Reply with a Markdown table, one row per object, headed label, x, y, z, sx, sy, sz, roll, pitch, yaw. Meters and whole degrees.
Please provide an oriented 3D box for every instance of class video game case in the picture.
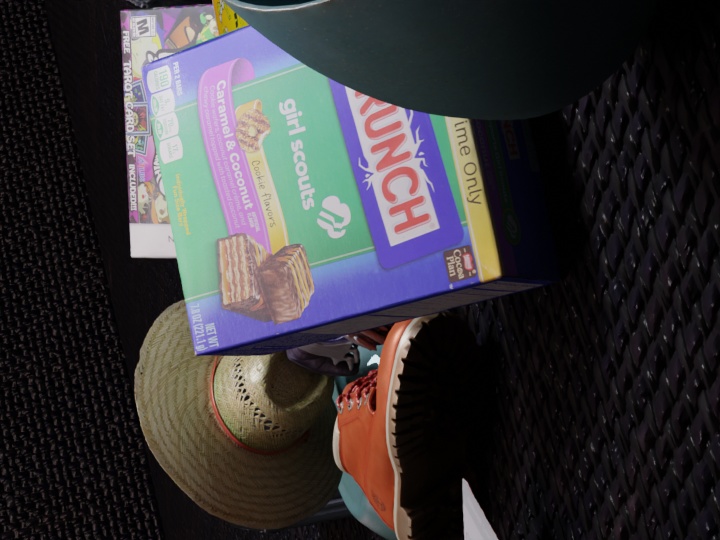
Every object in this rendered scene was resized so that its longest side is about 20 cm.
| label | x | y | z | sx | sy | sz | roll | pitch | yaw |
| --- | --- | --- | --- | --- | --- | --- | --- | --- | --- |
| video game case | -0.106 | -0.108 | 1.472 | 0.180 | 0.036 | 0.202 | 2 | 96 | 32 |

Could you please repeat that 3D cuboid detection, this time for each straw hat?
| label | x | y | z | sx | sy | sz | roll | pitch | yaw |
| --- | --- | --- | --- | --- | --- | --- | --- | --- | --- |
| straw hat | -0.062 | 0.084 | 1.365 | 0.085 | 0.200 | 0.202 | -40 | 54 | 37 |

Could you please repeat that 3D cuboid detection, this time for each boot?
| label | x | y | z | sx | sy | sz | roll | pitch | yaw |
| --- | --- | --- | --- | --- | --- | --- | --- | --- | --- |
| boot | 0.021 | 0.087 | 1.204 | 0.107 | 0.075 | 0.201 | 42 | 146 | 35 |

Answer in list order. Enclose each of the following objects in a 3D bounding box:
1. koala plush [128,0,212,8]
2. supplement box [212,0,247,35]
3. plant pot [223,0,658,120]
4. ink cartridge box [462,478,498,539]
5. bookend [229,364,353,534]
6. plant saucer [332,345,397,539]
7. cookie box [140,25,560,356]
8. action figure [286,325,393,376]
| label | x | y | z | sx | sy | sz | roll | pitch | yaw |
| --- | --- | --- | --- | --- | --- | --- | --- | --- | --- |
| koala plush | -0.124 | -0.294 | 1.451 | 0.200 | 0.182 | 0.179 | -11 | 90 | 65 |
| supplement box | -0.021 | -0.148 | 1.196 | 0.200 | 0.108 | 0.111 | 172 | 88 | -77 |
| plant pot | 0.051 | -0.141 | 0.779 | 0.135 | 0.200 | 0.201 | 45 | -170 | -36 |
| ink cartridge box | 0.104 | 0.243 | 1.091 | 0.163 | 0.057 | 0.202 | -121 | 29 | -59 |
| bookend | -0.075 | 0.126 | 1.679 | 0.200 | 0.091 | 0.201 | 159 | 101 | -76 |
| plant saucer | -0.001 | 0.118 | 1.476 | 0.200 | 0.036 | 0.202 | 171 | 90 | -77 |
| cookie box | -0.008 | -0.056 | 1.025 | 0.075 | 0.199 | 0.173 | 0 | -103 | -59 |
| action figure | 0.000 | 0.000 | 1.259 | 0.200 | 0.069 | 0.131 | 107 | -179 | -64 |
